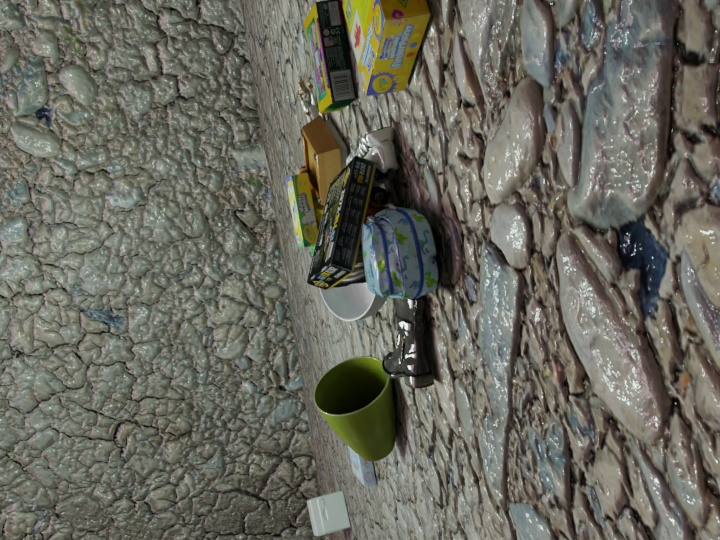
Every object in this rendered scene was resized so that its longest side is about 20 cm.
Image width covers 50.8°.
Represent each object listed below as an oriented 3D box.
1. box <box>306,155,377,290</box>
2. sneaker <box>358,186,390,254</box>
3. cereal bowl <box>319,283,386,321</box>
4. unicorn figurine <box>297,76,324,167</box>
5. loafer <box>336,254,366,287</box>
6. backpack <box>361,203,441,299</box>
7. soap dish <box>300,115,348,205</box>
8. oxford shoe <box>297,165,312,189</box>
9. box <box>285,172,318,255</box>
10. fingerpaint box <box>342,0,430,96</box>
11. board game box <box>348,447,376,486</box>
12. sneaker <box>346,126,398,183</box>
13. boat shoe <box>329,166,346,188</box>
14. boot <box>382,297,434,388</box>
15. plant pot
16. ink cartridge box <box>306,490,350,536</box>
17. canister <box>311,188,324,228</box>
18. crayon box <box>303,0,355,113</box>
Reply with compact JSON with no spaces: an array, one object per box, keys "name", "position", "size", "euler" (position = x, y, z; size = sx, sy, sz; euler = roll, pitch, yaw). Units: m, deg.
[{"name":"box","position":[-0.035,-0.080,1.348],"size":[0.159,0.048,0.205],"euler":[148,136,-66]},{"name":"sneaker","position":[0.019,-0.097,1.405],"size":[0.114,0.076,0.200],"euler":[-65,28,15]},{"name":"cereal bowl","position":[0.000,0.000,1.570],"size":[0.198,0.082,0.206],"euler":[5,97,49]},{"name":"unicorn figurine","position":[-0.122,-0.385,1.953],"size":[0.138,0.072,0.205],"euler":[82,-173,-68]},{"name":"loafer","position":[-0.020,-0.010,1.476],"size":[0.197,0.072,0.073],"euler":[-10,83,46]},{"name":"backpack","position":[0.064,-0.023,1.229],"size":[0.199,0.150,0.168],"euler":[-166,71,-64]},{"name":"soap dish","position":[-0.085,-0.260,1.831],"size":[0.201,0.079,0.160],"euler":[-118,20,-53]},{"name":"oxford shoe","position":[-0.131,-0.233,2.025],"size":[0.201,0.070,0.074],"euler":[67,-169,-65]},{"name":"box","position":[-0.142,-0.135,1.887],"size":[0.117,0.047,0.205],"euler":[-171,69,-77]},{"name":"fingerpaint box","position":[0.034,-0.389,1.132],"size":[0.200,0.072,0.171],"euler":[112,146,-71]},{"name":"board game box","position":[-0.007,0.532,2.311],"size":[0.200,0.040,0.205],"euler":[169,89,-79]},{"name":"sneaker","position":[0.024,-0.193,1.396],"size":[0.200,0.074,0.083],"euler":[140,109,-78]},{"name":"boat shoe","position":[-0.028,-0.171,1.553],"size":[0.072,0.060,0.201],"euler":[52,-172,-1]},{"name":"boot","position":[0.086,0.115,1.413],"size":[0.199,0.068,0.179],"euler":[-169,71,-70]},{"name":"plant pot","position":[0.011,0.340,1.769],"size":[0.188,0.184,0.203],"euler":[-122,8,-59]},{"name":"ink cartridge box","position":[-0.134,1.004,3.133],"size":[0.200,0.143,0.150],"euler":[113,144,-71]},{"name":"canister","position":[-0.078,-0.094,1.949],"size":[0.149,0.085,0.204],"euler":[-121,21,-58]},{"name":"crayon box","position":[-0.067,-0.450,1.617],"size":[0.172,0.057,0.205],"euler":[-157,57,-78]}]
